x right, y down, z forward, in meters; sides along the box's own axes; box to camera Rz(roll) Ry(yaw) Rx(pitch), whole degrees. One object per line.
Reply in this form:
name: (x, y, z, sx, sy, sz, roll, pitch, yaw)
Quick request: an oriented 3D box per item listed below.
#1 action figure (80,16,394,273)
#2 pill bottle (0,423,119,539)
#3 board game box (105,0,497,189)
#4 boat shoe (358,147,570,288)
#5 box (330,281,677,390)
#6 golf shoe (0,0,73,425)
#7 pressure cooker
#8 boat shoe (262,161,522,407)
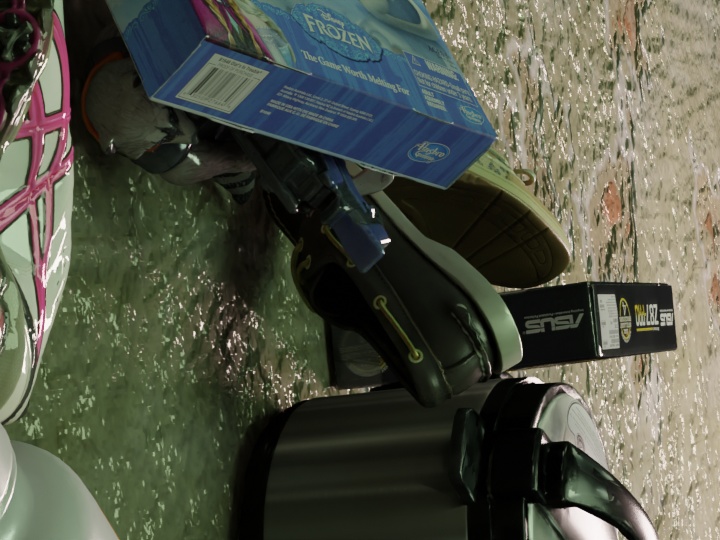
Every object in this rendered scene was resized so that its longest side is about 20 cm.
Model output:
action figure: (-0.060, -0.059, 1.032, 0.201, 0.104, 0.193, 57, 20, 19)
pill bottle: (-0.129, 0.132, 0.783, 0.112, 0.110, 0.201, -75, 150, -44)
board game box: (-0.049, -0.142, 0.986, 0.199, 0.043, 0.200, 14, 41, -50)
boat shoe: (0.047, -0.059, 1.279, 0.200, 0.073, 0.063, 36, 38, -29)
box: (0.091, 0.037, 1.314, 0.200, 0.160, 0.050, 0, 84, -70)
golf shoe: (-0.148, -0.037, 0.853, 0.092, 0.072, 0.202, 38, 59, -70)
pressure cooker: (0.057, 0.145, 1.138, 0.176, 0.198, 0.180, -22, 103, -66)
boat shoe: (0.000, 0.000, 1.120, 0.060, 0.201, 0.072, -32, 132, -17)
